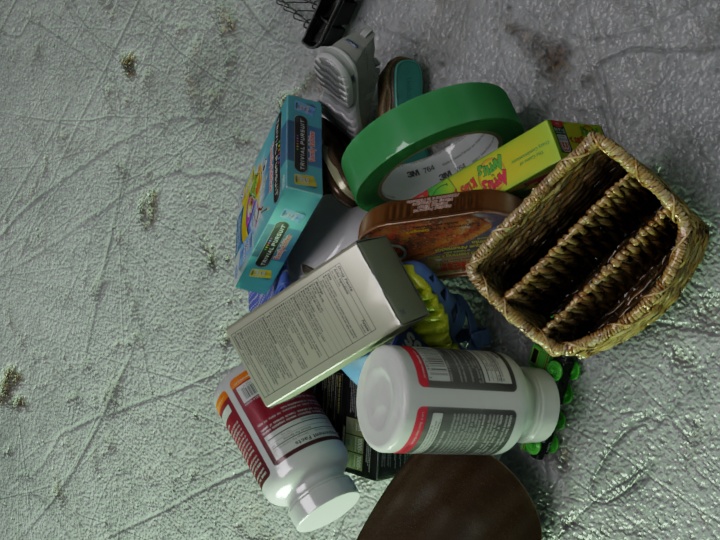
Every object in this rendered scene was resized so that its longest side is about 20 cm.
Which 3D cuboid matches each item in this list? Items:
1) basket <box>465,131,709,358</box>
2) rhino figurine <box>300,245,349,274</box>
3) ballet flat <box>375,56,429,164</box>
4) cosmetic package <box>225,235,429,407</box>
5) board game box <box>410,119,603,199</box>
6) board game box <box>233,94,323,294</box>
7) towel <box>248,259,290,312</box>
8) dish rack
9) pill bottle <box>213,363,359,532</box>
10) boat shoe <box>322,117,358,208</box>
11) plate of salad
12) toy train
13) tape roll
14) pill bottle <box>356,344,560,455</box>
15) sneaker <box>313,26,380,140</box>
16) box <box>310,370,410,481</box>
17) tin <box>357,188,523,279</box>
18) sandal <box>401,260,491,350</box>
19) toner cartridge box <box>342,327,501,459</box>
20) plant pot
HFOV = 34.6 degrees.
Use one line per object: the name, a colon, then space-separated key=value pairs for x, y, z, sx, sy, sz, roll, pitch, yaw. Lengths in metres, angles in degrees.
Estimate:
basket: x=0.231 y=-0.010 z=1.147 sx=0.200 sy=0.149 sz=0.143 roll=-46 pitch=61 yaw=16
rhino figurine: x=0.000 y=0.000 z=1.349 sx=0.060 sy=0.200 sz=0.087 roll=55 pitch=156 yaw=30
ballet flat: x=0.043 y=-0.158 z=1.411 sx=0.072 sy=0.068 sz=0.200 roll=-5 pitch=89 yaw=63
cosmetic package: x=-0.037 y=0.055 z=1.246 sx=0.200 sy=0.071 sz=0.105 roll=-31 pitch=82 yaw=29
board game box: x=0.163 y=-0.097 z=1.267 sx=0.200 sy=0.102 sz=0.048 roll=-29 pitch=72 yaw=40
board game box: x=-0.103 y=-0.091 z=1.418 sx=0.200 sy=0.047 sz=0.151 roll=122 pitch=153 yaw=-46
towel: x=-0.126 y=0.010 z=1.521 sx=0.200 sy=0.024 sz=0.145 roll=-103 pitch=28 yaw=-50
dish rack: x=-0.068 y=-0.395 z=1.504 sx=0.200 sy=0.055 sz=0.153 roll=46 pitch=120 yaw=32
pill bottle: x=-0.086 y=0.207 z=1.391 sx=0.113 sy=0.113 sz=0.200 roll=-50 pitch=60 yaw=33
boat shoe: x=-0.036 y=-0.115 z=1.419 sx=0.075 sy=0.075 sz=0.202 roll=-49 pitch=23 yaw=15
plate of salad: x=-0.039 y=-0.046 z=1.474 sx=0.200 sy=0.048 sz=0.200 roll=-35 pitch=39 yaw=35
toy train: x=0.210 y=0.112 z=1.278 sx=0.056 sy=0.042 sz=0.200 roll=31 pitch=113 yaw=49
tape roll: x=0.079 y=-0.132 z=1.277 sx=0.200 sy=0.200 sz=0.048 roll=-37 pitch=68 yaw=38
pill bottle: x=0.106 y=0.138 z=1.216 sx=0.111 sy=0.200 sz=0.111 roll=-21 pitch=66 yaw=61
sneaker: x=-0.003 y=-0.219 z=1.399 sx=0.075 sy=0.200 sz=0.082 roll=43 pitch=77 yaw=11
box: x=-0.005 y=0.143 z=1.447 sx=0.164 sy=0.086 sz=0.200 roll=8 pitch=98 yaw=43
tin: x=0.093 y=-0.036 z=1.256 sx=0.200 sy=0.112 sz=0.042 roll=-7 pitch=50 yaw=19
sandal: x=0.092 y=0.057 z=1.307 sx=0.079 sy=0.087 sz=0.200 roll=1 pitch=138 yaw=34
toner cartridge box: x=0.072 y=0.147 z=1.319 sx=0.095 sy=0.043 sz=0.200 roll=-18 pitch=124 yaw=45
plant pot: x=0.069 y=0.317 z=1.272 sx=0.187 sy=0.200 sz=0.187 roll=21 pitch=127 yaw=31
